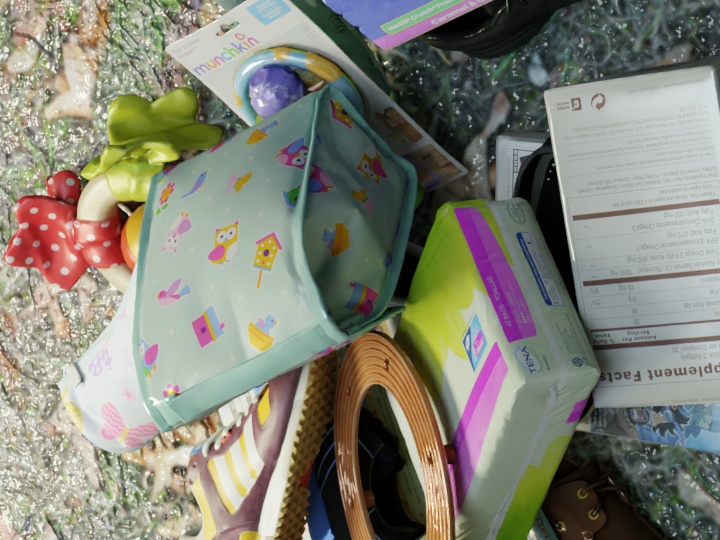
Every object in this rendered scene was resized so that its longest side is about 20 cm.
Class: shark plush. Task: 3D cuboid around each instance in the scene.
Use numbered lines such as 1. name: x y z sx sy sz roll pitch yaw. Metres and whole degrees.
1. shark plush: -0.060 -0.187 1.485 0.091 0.083 0.200 -38 117 25

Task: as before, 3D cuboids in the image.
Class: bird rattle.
1. bird rattle: -0.174 -0.032 1.629 0.163 0.113 0.200 43 124 -1

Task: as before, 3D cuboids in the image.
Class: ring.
1. ring: 0.025 0.139 1.424 0.200 0.019 0.201 171 90 -69

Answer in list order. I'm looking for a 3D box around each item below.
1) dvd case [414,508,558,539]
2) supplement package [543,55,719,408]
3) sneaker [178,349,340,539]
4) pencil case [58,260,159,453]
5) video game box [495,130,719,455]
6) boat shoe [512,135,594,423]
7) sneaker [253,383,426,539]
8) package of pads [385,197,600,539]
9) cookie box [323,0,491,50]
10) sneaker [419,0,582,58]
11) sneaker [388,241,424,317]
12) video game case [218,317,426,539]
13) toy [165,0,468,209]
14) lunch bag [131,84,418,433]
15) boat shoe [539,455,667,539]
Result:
1. dvd case: 0.077 0.248 1.493 0.200 0.022 0.146 -42 70 36
2. supplement package: 0.202 -0.026 1.322 0.117 0.117 0.201 -6 97 31
3. sneaker: -0.077 0.122 1.503 0.090 0.075 0.201 18 106 17
4. pencil case: -0.156 0.056 1.612 0.091 0.083 0.200 38 137 -2
5. video game box: 0.177 0.012 1.440 0.182 0.047 0.201 9 105 33
6. boat shoe: 0.128 0.010 1.410 0.073 0.063 0.202 13 108 29
7. sneaker: -0.016 0.115 1.553 0.078 0.070 0.201 -22 89 22
8. package of pads: 0.078 0.066 1.379 0.200 0.068 0.155 107 150 -48
9. cookie box: 0.060 -0.267 1.381 0.171 0.075 0.201 -21 53 34
10. sneaker: 0.119 -0.198 1.407 0.200 0.091 0.076 -37 78 31
11. sneaker: 0.000 0.000 1.518 0.199 0.081 0.075 8 78 34
12. video game case: -0.014 0.137 1.604 0.182 0.023 0.201 -21 88 34
13. toy: -0.034 -0.098 1.482 0.115 0.047 0.200 -24 128 40
14. lunch bag: -0.061 0.003 1.409 0.170 0.200 0.122 -26 128 30
15. boat shoe: 0.149 0.166 1.476 0.200 0.072 0.068 31 117 26
